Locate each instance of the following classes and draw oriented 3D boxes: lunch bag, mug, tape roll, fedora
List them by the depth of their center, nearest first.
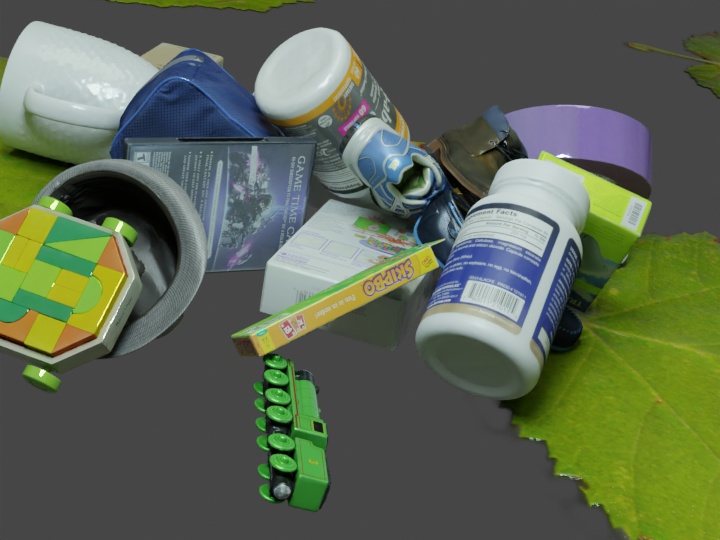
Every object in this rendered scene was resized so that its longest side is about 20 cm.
[{"bbox_3d":[-0.216,-0.001,1.287,0.200,0.177,0.090,42,-6,24],"label":"fedora"},{"bbox_3d":[-0.156,-0.129,1.521,0.200,0.136,0.133,43,20,-16],"label":"lunch bag"},{"bbox_3d":[-0.310,-0.187,1.615,0.173,0.150,0.200,16,11,3],"label":"mug"},{"bbox_3d":[0.237,-0.122,1.649,0.197,0.067,0.200,4,-17,1],"label":"tape roll"}]

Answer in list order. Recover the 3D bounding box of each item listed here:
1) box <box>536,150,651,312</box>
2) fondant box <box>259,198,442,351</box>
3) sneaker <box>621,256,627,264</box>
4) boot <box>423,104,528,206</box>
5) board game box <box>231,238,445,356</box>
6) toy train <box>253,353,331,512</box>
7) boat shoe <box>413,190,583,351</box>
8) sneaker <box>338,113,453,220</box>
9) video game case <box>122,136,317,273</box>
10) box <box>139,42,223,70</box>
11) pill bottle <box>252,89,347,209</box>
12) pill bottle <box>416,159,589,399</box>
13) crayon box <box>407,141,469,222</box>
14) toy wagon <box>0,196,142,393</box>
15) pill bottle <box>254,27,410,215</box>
[{"bbox_3d":[0.205,-0.031,1.451,0.121,0.201,0.048,25,62,3],"label":"box"},{"bbox_3d":[0.000,0.000,1.443,0.142,0.059,0.200,16,26,12],"label":"fondant box"},{"bbox_3d":[0.218,-0.055,1.605,0.197,0.091,0.078,-4,28,-26],"label":"sneaker"},{"bbox_3d":[0.137,-0.120,1.515,0.097,0.075,0.200,-38,28,2],"label":"boot"},{"bbox_3d":[-0.017,0.024,1.281,0.198,0.030,0.095,-29,4,-15],"label":"board game box"},{"bbox_3d":[-0.055,0.129,1.165,0.056,0.042,0.201,15,23,-12],"label":"toy train"},{"bbox_3d":[0.143,0.000,1.415,0.199,0.069,0.084,36,26,1],"label":"boat shoe"},{"bbox_3d":[0.050,-0.086,1.459,0.077,0.076,0.200,40,6,32],"label":"sneaker"},{"bbox_3d":[-0.145,-0.064,1.421,0.198,0.145,0.019,-4,29,-27],"label":"video game case"},{"bbox_3d":[-0.250,-0.220,1.805,0.094,0.079,0.200,14,24,8],"label":"box"},{"bbox_3d":[-0.059,-0.153,1.686,0.114,0.117,0.200,0,26,-20],"label":"pill bottle"},{"bbox_3d":[0.135,0.005,1.292,0.114,0.116,0.201,17,59,16],"label":"pill bottle"},{"bbox_3d":[0.062,-0.098,1.691,0.125,0.051,0.201,5,25,-12],"label":"crayon box"},{"bbox_3d":[-0.287,0.010,1.220,0.198,0.040,0.157,18,69,19],"label":"toy wagon"},{"bbox_3d":[-0.017,-0.150,1.511,0.116,0.116,0.200,40,-6,49],"label":"pill bottle"}]
